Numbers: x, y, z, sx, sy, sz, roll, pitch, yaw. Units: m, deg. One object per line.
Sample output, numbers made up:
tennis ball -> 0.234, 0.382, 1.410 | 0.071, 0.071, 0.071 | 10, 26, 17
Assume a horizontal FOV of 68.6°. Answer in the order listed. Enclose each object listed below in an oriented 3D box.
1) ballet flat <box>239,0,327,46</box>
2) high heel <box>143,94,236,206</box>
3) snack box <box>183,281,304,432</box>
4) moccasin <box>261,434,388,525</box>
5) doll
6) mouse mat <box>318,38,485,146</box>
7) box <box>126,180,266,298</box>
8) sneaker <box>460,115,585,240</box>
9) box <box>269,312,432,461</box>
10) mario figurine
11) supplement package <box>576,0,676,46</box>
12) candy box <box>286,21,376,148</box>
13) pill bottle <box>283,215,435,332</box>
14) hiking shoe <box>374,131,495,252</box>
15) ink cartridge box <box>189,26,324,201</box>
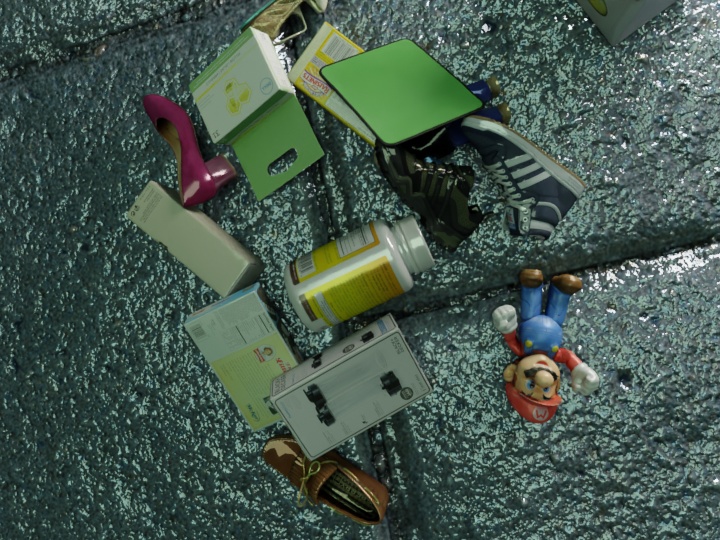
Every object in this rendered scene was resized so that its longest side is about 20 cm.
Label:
ballet flat -> -0.092, -0.402, 0.796 | 0.200, 0.071, 0.065 | -40, 111, 9
high heel -> -0.284, -0.184, 0.789 | 0.200, 0.068, 0.096 | 42, 58, 12
snack box -> -0.151, 0.129, 0.765 | 0.115, 0.037, 0.201 | -24, 108, 7
moccasin -> -0.055, 0.304, 0.763 | 0.200, 0.078, 0.074 | 33, 94, 8
doll -> 0.111, -0.194, 0.748 | 0.198, 0.048, 0.138 | -25, 97, 1
mouse mat -> 0.053, -0.250, 0.720 | 0.160, 0.008, 0.201 | -25, 57, -15
box -> -0.245, -0.045, 0.797 | 0.199, 0.082, 0.069 | 39, 94, 9
sneaker -> 0.202, -0.118, 0.715 | 0.199, 0.070, 0.109 | 29, 96, -14
box -> -0.014, 0.162, 0.738 | 0.199, 0.060, 0.117 | -31, 108, 0
mario figurine -> 0.247, 0.102, 0.704 | 0.123, 0.105, 0.202 | 2, 80, 43
supplement package -> 0.343, -0.438, 0.657 | 0.147, 0.191, 0.201 | -36, 84, 7
candy box -> -0.006, -0.270, 0.790 | 0.200, 0.026, 0.103 | 40, 99, 7
pill bottle -> 0.000, 0.000, 0.744 | 0.198, 0.109, 0.110 | -25, 86, 8
hiking shoe -> 0.100, -0.123, 0.720 | 0.100, 0.076, 0.200 | -39, 118, 8
ink cartridge box -> -0.157, -0.225, 0.781 | 0.145, 0.048, 0.202 | -28, 83, 28
